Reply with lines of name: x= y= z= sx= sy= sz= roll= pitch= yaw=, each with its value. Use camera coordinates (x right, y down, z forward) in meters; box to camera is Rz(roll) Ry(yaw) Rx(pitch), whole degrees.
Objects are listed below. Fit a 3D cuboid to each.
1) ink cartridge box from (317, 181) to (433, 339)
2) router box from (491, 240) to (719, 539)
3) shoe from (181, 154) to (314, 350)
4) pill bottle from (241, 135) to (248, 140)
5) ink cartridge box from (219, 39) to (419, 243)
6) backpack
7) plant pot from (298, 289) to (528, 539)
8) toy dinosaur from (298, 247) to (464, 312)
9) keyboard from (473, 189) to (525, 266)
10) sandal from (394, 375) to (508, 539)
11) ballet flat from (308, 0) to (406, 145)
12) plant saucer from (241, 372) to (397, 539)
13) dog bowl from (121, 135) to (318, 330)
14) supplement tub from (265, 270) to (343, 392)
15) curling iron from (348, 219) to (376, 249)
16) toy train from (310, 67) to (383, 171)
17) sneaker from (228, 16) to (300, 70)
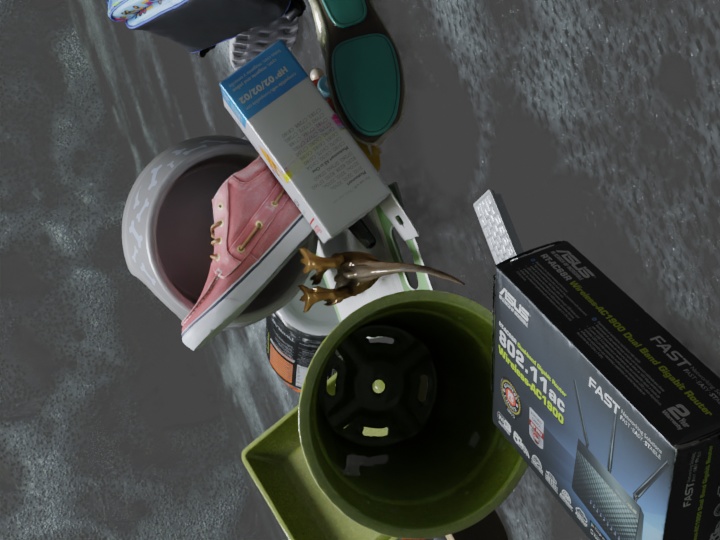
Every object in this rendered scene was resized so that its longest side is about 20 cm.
ink cartridge box: x=0.024 y=-0.009 z=1.132 sx=0.200 sy=0.048 sz=0.146 roll=-15 pitch=94 yaw=59
router box: x=0.161 y=0.096 z=0.739 sx=0.200 sy=0.062 sz=0.150 roll=50 pitch=152 yaw=47
shoe: x=-0.117 y=-0.024 z=1.065 sx=0.091 sy=0.200 sz=0.071 roll=43 pitch=175 yaw=1
pill bottle: x=-0.108 y=-0.079 z=1.245 sx=0.200 sy=0.112 sz=0.112 roll=-54 pitch=49 yaw=28
ink cartridge box: x=-0.037 y=-0.091 z=0.986 sx=0.200 sy=0.068 sz=0.115 roll=54 pitch=176 yaw=-1
backpack: x=-0.139 y=-0.321 z=1.038 sx=0.182 sy=0.134 sz=0.201 roll=-7 pitch=74 yaw=46
plant pot: x=0.031 y=0.112 z=0.995 sx=0.190 sy=0.200 sz=0.201 roll=-170 pitch=61 yaw=-79
toy dinosaur: x=0.000 y=0.000 z=1.053 sx=0.200 sy=0.106 sz=0.061 roll=171 pitch=90 yaw=-67
keyboard: x=0.132 y=0.035 z=0.880 sx=0.056 sy=0.011 sz=0.200 roll=139 pitch=111 yaw=-73
sandal: x=0.078 y=0.203 z=1.140 sx=0.212 sy=0.077 sz=0.070 roll=66 pitch=159 yaw=-1
ballet flat: x=-0.004 y=-0.197 z=0.988 sx=0.062 sy=0.067 sz=0.201 roll=90 pitch=167 yaw=-76
plant saucer: x=-0.005 y=0.224 z=1.258 sx=0.200 sy=0.200 sz=0.048 roll=53 pitch=-175 yaw=31
dog bowl: x=-0.132 y=-0.036 z=1.122 sx=0.059 sy=0.200 sz=0.201 roll=8 pitch=117 yaw=67
supplement tub: x=-0.050 y=0.065 z=1.323 sx=0.200 sy=0.122 sz=0.123 roll=101 pitch=146 yaw=-62
curling iron: x=-0.047 y=-0.096 z=1.117 sx=0.200 sy=0.026 sz=0.050 roll=55 pitch=178 yaw=21
toy train: x=-0.027 y=-0.160 z=1.103 sx=0.200 sy=0.055 sz=0.151 roll=115 pitch=134 yaw=-69
sneaker: x=-0.105 y=-0.300 z=1.199 sx=0.200 sy=0.075 sz=0.082 roll=106 pitch=149 yaw=-46
